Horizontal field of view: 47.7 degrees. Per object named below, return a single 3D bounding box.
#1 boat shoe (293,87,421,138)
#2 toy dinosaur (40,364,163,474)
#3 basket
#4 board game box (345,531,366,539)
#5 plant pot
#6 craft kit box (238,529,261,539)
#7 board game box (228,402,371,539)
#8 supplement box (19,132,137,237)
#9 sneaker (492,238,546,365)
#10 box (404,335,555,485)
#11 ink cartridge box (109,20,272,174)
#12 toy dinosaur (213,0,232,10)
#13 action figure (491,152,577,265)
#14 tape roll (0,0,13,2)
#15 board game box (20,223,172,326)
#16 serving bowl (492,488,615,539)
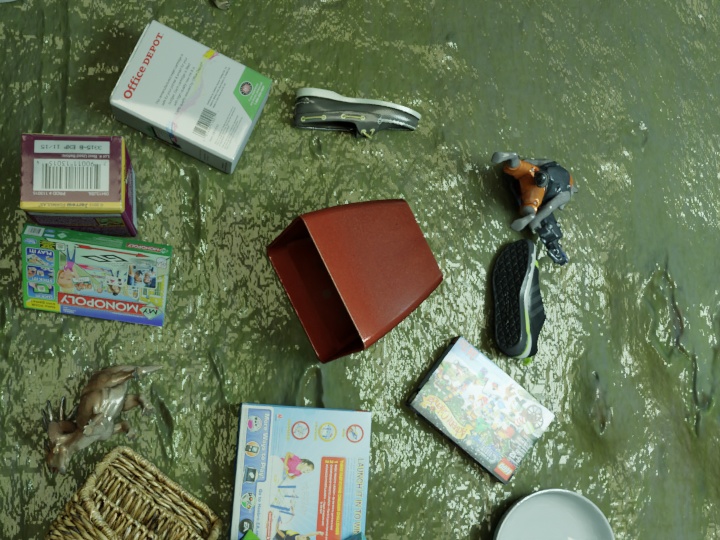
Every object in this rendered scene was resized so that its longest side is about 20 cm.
[{"bbox_3d":[-0.006,-0.239,1.290,0.200,0.072,0.061,9,85,-3],"label":"boat shoe"},{"bbox_3d":[-0.374,0.189,1.156,0.200,0.135,0.086,-59,137,-33],"label":"toy dinosaur"},{"bbox_3d":[-0.303,0.354,1.109,0.200,0.143,0.149,40,78,-4],"label":"basket"},{"bbox_3d":[-0.017,0.499,1.163,0.150,0.047,0.201,-27,97,3],"label":"board game box"},{"bbox_3d":[0.000,0.000,1.202,0.176,0.200,0.201,-26,88,-24],"label":"plant pot"},{"bbox_3d":[-0.148,0.492,1.124,0.197,0.049,0.200,44,107,1],"label":"craft kit box"},{"bbox_3d":[-0.089,0.301,1.204,0.195,0.056,0.201,6,81,-11],"label":"board game box"},{"bbox_3d":[-0.383,-0.112,1.127,0.130,0.200,0.104,-1,82,-11],"label":"supplement box"},{"bbox_3d":[0.260,0.052,1.315,0.083,0.071,0.201,21,72,-42],"label":"sneaker"},{"bbox_3d":[0.188,0.219,1.280,0.200,0.038,0.137,40,77,-4],"label":"box"},{"bbox_3d":[-0.255,-0.259,1.232,0.199,0.084,0.145,25,78,-7],"label":"ink cartridge box"},{"bbox_3d":[-0.232,-0.472,1.291,0.199,0.058,0.102,-12,70,-20],"label":"toy dinosaur"},{"bbox_3d":[0.293,-0.111,1.279,0.193,0.104,0.201,-15,75,-53],"label":"action figure"},{"bbox_3d":[-0.556,-0.506,1.230,0.201,0.037,0.204,1,83,-11],"label":"tape roll"},{"bbox_3d":[-0.374,0.009,1.156,0.199,0.135,0.029,8,37,-10],"label":"board game box"},{"bbox_3d":[0.289,0.436,1.256,0.199,0.066,0.201,2,82,-12],"label":"serving bowl"}]
